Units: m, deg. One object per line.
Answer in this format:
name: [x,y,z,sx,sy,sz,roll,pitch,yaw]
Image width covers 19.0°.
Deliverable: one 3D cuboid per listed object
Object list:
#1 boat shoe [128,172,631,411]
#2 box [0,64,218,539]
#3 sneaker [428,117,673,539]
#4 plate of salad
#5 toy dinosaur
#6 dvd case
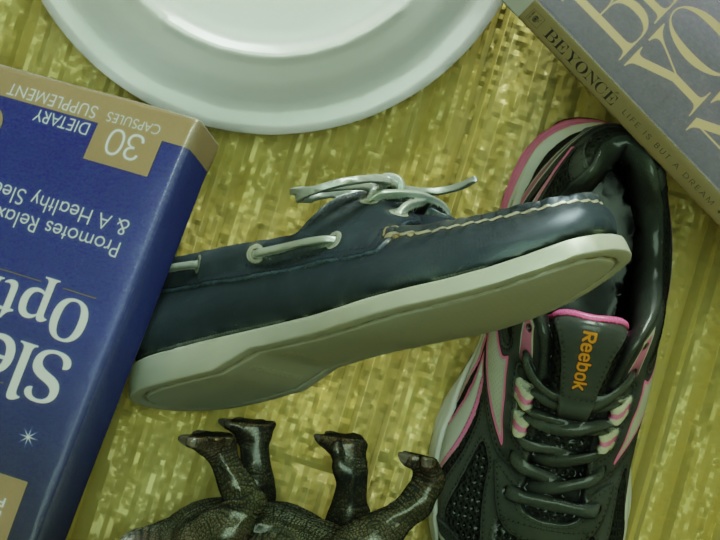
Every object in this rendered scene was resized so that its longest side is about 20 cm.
boat shoe: [0.000,0.000,0.749,0.200,0.075,0.062,-19,70,36]
box: [-0.141,0.026,0.756,0.121,0.032,0.201,16,77,16]
sneaker: [0.070,0.039,0.778,0.080,0.086,0.201,5,86,-3]
plate of salad: [-0.033,-0.152,0.801,0.199,0.048,0.201,-1,98,-4]
toy dinosaur: [-0.021,0.110,0.774,0.199,0.077,0.103,6,94,0]
dvd case: [0.152,-0.075,0.791,0.200,0.016,0.149,46,51,-1]
